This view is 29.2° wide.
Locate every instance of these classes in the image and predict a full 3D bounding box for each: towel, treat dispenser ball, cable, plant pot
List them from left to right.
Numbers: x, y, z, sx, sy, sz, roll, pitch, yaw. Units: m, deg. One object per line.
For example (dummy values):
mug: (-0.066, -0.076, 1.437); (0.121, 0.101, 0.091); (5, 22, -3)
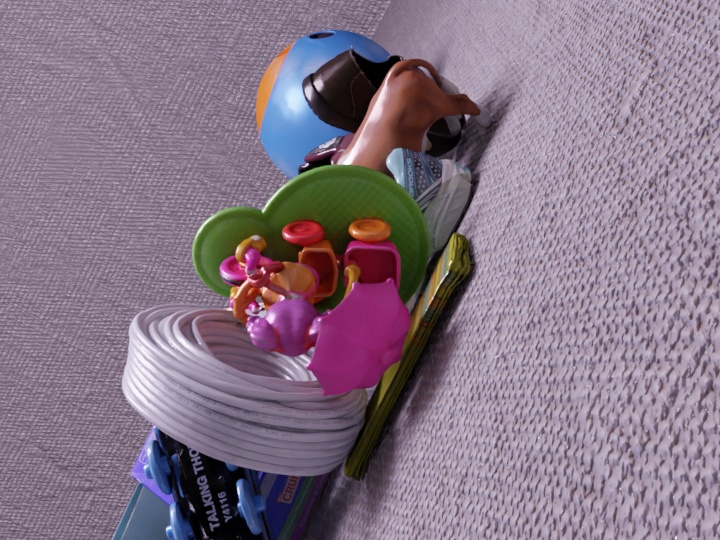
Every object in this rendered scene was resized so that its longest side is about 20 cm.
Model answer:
plant pot: (-0.217, 0.332, 1.569); (0.200, 0.134, 0.202); (-155, 90, -83)
cable: (-0.091, 0.090, 1.090); (0.200, 0.198, 0.070); (-60, -9, -76)
treat dispenser ball: (-0.032, -0.199, 1.736); (0.202, 0.199, 0.201); (-63, 8, 15)
towel: (0.038, 0.067, 1.098); (0.086, 0.018, 0.202); (-70, 6, -72)

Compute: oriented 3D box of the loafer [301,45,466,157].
loafer: (0.038, -0.158, 1.289); (0.071, 0.199, 0.074); (-43, 59, 32)

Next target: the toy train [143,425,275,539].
toy train: (-0.114, 0.203, 1.133); (0.114, 0.086, 0.202); (59, -167, -81)

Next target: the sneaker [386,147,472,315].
sneaker: (0.019, -0.014, 1.208); (0.078, 0.086, 0.202); (-110, 45, -79)

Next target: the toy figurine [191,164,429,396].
toy figurine: (-0.036, 0.021, 1.066); (0.185, 0.197, 0.152); (-98, 8, -64)

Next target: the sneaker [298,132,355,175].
sneaker: (-0.012, -0.120, 1.437); (0.114, 0.076, 0.200); (-21, 2, -3)

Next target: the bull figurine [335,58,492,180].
bull figurine: (0.027, -0.098, 1.246); (0.201, 0.120, 0.065); (-58, 37, 30)

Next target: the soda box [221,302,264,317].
soda box: (-0.107, 0.068, 1.448); (0.198, 0.068, 0.064); (-8, 85, 36)

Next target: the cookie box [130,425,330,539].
cookie box: (-0.111, 0.160, 1.290); (0.199, 0.075, 0.173); (21, 85, 53)

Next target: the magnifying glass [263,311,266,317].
magnifying glass: (-0.075, 0.078, 1.224); (0.079, 0.022, 0.202); (13, 73, 52)
